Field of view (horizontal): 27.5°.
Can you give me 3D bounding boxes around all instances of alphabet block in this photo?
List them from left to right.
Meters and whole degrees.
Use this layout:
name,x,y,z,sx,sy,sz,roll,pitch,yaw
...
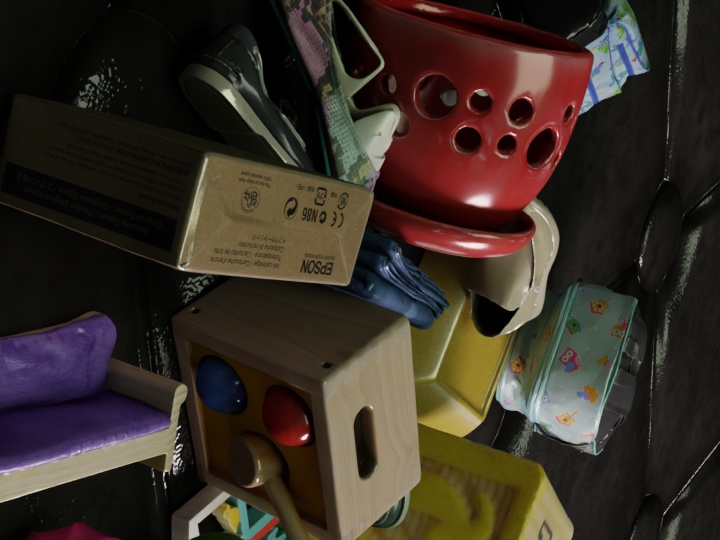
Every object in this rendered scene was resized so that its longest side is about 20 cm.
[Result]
name,x,y,z,sx,sy,sz,roll,pitch,yaw
alphabet block,0.066,0.264,1.346,0.197,0.194,0.200,-68,156,-17

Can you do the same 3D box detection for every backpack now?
name,x,y,z,sx,sy,sz,roll,pitch,yaw
backpack,0.202,-0.234,1.422,0.153,0.164,0.200,-25,148,-6
backpack,0.231,0.098,1.592,0.200,0.152,0.177,69,42,-81

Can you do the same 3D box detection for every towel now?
name,x,y,z,sx,sy,sz,roll,pitch,yaw
towel,0.000,0.000,1.197,0.049,0.111,0.200,-69,161,-4

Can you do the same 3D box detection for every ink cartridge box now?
name,x,y,z,sx,sy,sz,roll,pitch,yaw
ink cartridge box,-0.112,-0.050,0.967,0.200,0.164,0.076,7,99,-59

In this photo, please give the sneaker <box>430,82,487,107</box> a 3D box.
name,x,y,z,sx,sy,sz,roll,pitch,yaw
sneaker,0.078,-0.134,1.354,0.088,0.075,0.201,-4,106,-40

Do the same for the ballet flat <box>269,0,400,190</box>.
name,x,y,z,sx,sy,sz,roll,pitch,yaw
ballet flat,-0.012,-0.136,1.124,0.069,0.071,0.201,-73,146,-82

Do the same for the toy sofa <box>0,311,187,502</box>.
name,x,y,z,sx,sy,sz,roll,pitch,yaw
toy sofa,-0.206,0.093,0.954,0.200,0.082,0.098,-9,112,-57

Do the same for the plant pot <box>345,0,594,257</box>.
name,x,y,z,sx,sy,sz,roll,pitch,yaw
plant pot,0.074,-0.120,1.223,0.200,0.200,0.184,-11,121,-57

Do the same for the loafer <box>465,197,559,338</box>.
name,x,y,z,sx,sy,sz,roll,pitch,yaw
loafer,0.137,-0.002,1.376,0.068,0.075,0.201,-48,150,-27

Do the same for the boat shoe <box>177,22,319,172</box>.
name,x,y,z,sx,sy,sz,roll,pitch,yaw
boat shoe,-0.064,-0.107,1.114,0.063,0.072,0.200,-60,142,-19

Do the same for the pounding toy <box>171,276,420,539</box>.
name,x,y,z,sx,sy,sz,roll,pitch,yaw
pounding toy,-0.048,0.132,1.127,0.142,0.183,0.201,-34,131,-40

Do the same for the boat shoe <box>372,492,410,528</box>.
name,x,y,z,sx,sy,sz,roll,pitch,yaw
boat shoe,-0.015,0.126,1.248,0.062,0.073,0.201,-13,87,-53

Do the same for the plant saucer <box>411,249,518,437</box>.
name,x,y,z,sx,sy,sz,roll,pitch,yaw
plant saucer,0.105,0.063,1.488,0.200,0.048,0.201,42,66,-57

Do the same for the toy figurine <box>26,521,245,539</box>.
name,x,y,z,sx,sy,sz,roll,pitch,yaw
toy figurine,-0.189,0.256,1.048,0.200,0.150,0.184,-51,135,6

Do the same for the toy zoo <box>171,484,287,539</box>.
name,x,y,z,sx,sy,sz,roll,pitch,yaw
toy zoo,-0.102,0.224,1.242,0.200,0.020,0.132,-38,133,-46
